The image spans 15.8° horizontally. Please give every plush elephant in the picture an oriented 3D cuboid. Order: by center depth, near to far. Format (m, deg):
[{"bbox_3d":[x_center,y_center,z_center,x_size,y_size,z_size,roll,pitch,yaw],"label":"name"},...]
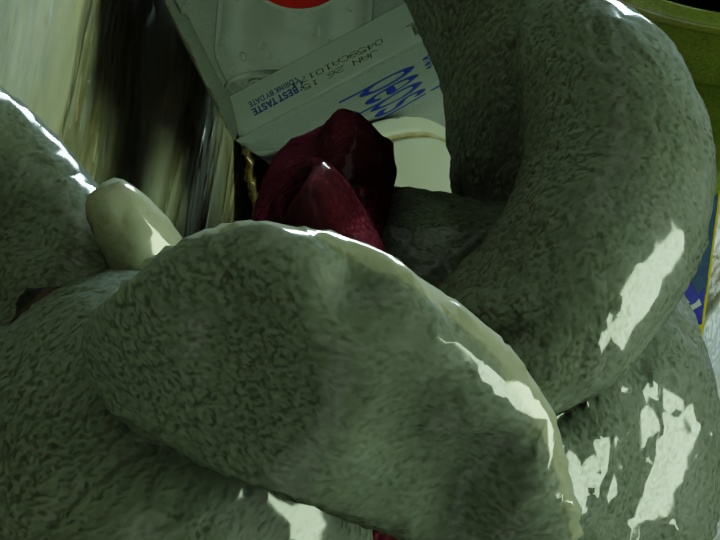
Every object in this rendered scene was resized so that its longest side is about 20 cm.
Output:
[{"bbox_3d":[-0.022,0.022,0.413,0.155,0.165,0.200,17,39,-50],"label":"plush elephant"}]

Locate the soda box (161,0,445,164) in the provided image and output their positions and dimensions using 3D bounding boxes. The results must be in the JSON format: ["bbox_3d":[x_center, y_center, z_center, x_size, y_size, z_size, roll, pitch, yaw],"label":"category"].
[{"bbox_3d":[-0.007,-0.067,0.691,0.063,0.068,0.200,63,3,4],"label":"soda box"}]

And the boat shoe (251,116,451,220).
[{"bbox_3d":[-0.020,0.037,0.632,0.062,0.075,0.200,-39,-163,44],"label":"boat shoe"}]

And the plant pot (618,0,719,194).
[{"bbox_3d":[0.093,-0.109,0.863,0.193,0.200,0.200,107,-7,-59],"label":"plant pot"}]

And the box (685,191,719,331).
[{"bbox_3d":[0.097,0.005,1.048,0.064,0.070,0.200,52,-13,24],"label":"box"}]

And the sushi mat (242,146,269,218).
[{"bbox_3d":[-0.021,-0.076,0.943,0.200,0.012,0.096,-79,171,-49],"label":"sushi mat"}]
